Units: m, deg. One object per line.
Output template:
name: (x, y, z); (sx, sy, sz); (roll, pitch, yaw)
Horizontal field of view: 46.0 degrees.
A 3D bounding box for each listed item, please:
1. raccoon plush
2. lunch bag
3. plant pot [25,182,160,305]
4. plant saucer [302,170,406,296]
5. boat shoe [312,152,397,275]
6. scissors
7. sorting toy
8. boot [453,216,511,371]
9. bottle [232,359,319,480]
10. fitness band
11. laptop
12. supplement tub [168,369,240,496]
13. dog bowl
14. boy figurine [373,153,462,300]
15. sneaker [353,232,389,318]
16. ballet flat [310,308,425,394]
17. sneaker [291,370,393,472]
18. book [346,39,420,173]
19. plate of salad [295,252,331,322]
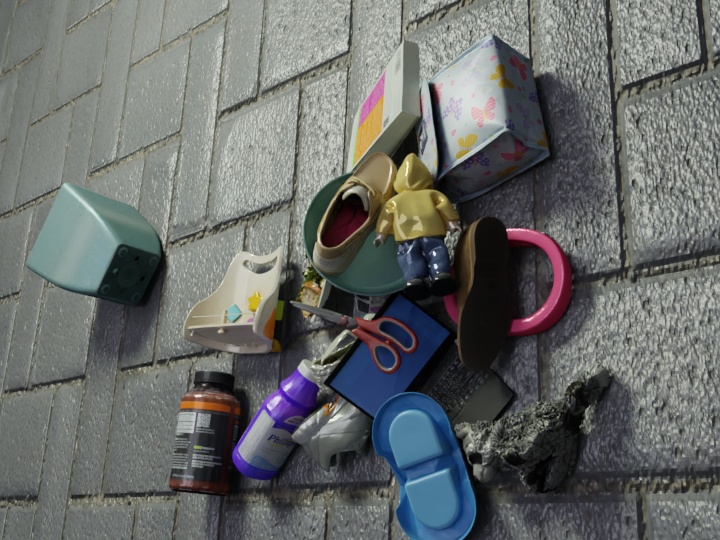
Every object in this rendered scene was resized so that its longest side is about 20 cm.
raccoon plush: (0.215, 0.190, 1.073); (0.200, 0.097, 0.133); (-42, 31, -15)
lunch bag: (0.154, -0.207, 1.226); (0.199, 0.126, 0.173); (-29, 56, 42)
plant pot: (-0.529, -0.031, 1.754); (0.199, 0.195, 0.198); (32, 96, 36)
plant saucer: (0.015, -0.050, 1.216); (0.196, 0.036, 0.204); (0, 65, -1)
boat shoe: (-0.003, -0.089, 1.176); (0.073, 0.069, 0.202); (23, 66, 9)
scissors: (-0.008, 0.070, 1.196); (0.199, 0.014, 0.074); (34, 101, 21)
sorting toy: (-0.192, 0.045, 1.478); (0.198, 0.106, 0.183); (-6, 63, 42)
boot: (0.157, 0.034, 1.142); (0.075, 0.072, 0.204); (164, 114, -68)
bottle: (-0.124, 0.237, 1.346); (0.202, 0.083, 0.065); (-57, 46, 10)
fitness band: (0.198, 0.016, 1.161); (0.198, 0.037, 0.146); (-2, 74, 44)
laptop: (0.076, 0.163, 1.166); (0.178, 0.103, 0.200); (-52, 45, 11)
supplement tub: (-0.260, 0.275, 1.443); (0.106, 0.106, 0.204); (-8, 69, 40)
dog bowl: (0.089, 0.260, 1.122); (0.110, 0.049, 0.203); (-23, 78, 19)
boy figurine: (0.075, -0.063, 1.162); (0.122, 0.065, 0.203); (-14, 64, 8)
sneaker: (0.000, 0.000, 1.277); (0.077, 0.139, 0.204); (8, 79, 43)
ballet flat: (0.008, 0.106, 1.245); (0.199, 0.072, 0.072); (-37, 51, 6)
sneaker: (-0.003, 0.217, 1.262); (0.199, 0.076, 0.092); (-40, 82, 10)
book: (0.036, -0.248, 1.343); (0.200, 0.047, 0.136); (133, 143, -58)
plate of salad: (-0.067, -0.019, 1.348); (0.200, 0.047, 0.204); (-168, 90, -83)
